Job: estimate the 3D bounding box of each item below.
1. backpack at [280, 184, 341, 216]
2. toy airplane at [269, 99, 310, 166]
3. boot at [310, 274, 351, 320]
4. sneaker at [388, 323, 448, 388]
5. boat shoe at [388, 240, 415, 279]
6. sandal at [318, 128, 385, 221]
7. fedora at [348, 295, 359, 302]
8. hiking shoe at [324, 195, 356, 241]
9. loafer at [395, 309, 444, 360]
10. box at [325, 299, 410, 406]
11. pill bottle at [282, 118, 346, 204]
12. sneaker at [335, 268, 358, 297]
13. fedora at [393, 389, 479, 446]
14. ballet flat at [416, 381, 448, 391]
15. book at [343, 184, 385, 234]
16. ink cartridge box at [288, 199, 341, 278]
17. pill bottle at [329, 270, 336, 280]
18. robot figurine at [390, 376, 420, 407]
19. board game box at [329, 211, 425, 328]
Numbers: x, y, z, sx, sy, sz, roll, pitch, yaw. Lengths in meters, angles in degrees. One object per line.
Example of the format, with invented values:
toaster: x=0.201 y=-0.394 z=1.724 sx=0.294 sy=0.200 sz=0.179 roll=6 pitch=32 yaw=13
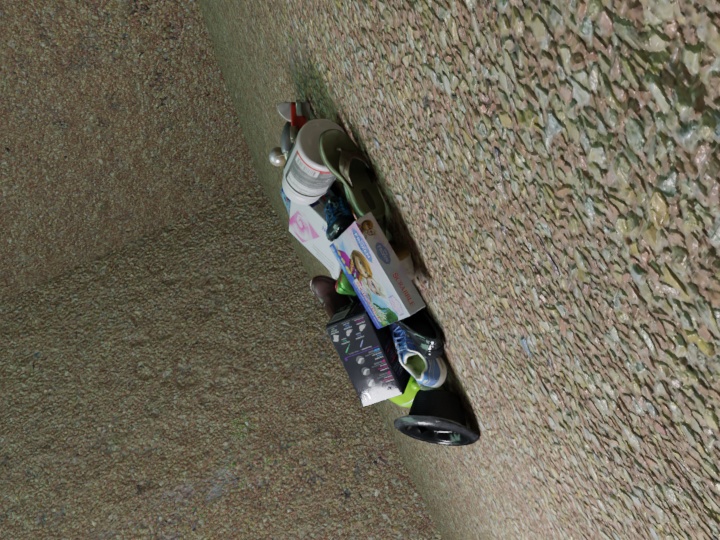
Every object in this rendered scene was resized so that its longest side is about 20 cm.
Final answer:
backpack: x=-0.108 y=-0.151 z=1.845 sx=0.200 sy=0.133 sz=0.184 roll=53 pitch=165 yaw=50
toy airplane: x=-0.156 y=-0.301 z=1.676 sx=0.201 sy=0.139 sz=0.201 roll=67 pitch=180 yaw=-50
boot: x=-0.047 y=0.104 z=1.681 sx=0.200 sy=0.072 sz=0.167 roll=46 pitch=-168 yaw=-12
sneaker: x=0.108 y=0.154 z=1.479 sx=0.077 sy=0.076 sz=0.201 roll=10 pitch=-141 yaw=-52
boat shoe: x=0.055 y=-0.012 z=1.435 sx=0.070 sy=0.070 sz=0.200 roll=64 pitch=169 yaw=-15
sandal: x=-0.007 y=-0.189 z=1.354 sx=0.203 sy=0.079 sz=0.057 roll=58 pitch=153 yaw=7
fedora: x=0.041 y=0.076 z=1.682 sx=0.201 sy=0.090 sz=0.177 roll=53 pitch=180 yaw=-24
hiking shoe: x=-0.051 y=-0.114 z=1.512 sx=0.200 sy=0.073 sz=0.088 roll=-142 pitch=29 yaw=-84
loafer: x=0.107 y=0.094 z=1.450 sx=0.201 sy=0.067 sz=0.071 roll=52 pitch=157 yaw=39
box: x=0.022 y=0.171 z=1.544 sx=0.202 sy=0.105 sz=0.122 roll=65 pitch=-159 yaw=-10
pill bottle: x=-0.100 y=-0.223 z=1.503 sx=0.115 sy=0.113 sz=0.200 roll=63 pitch=156 yaw=9
sneaker: x=0.000 y=0.000 z=1.621 sx=0.077 sy=0.083 sz=0.201 roll=-59 pitch=6 yaw=39
fedora: x=0.167 y=0.308 z=1.512 sx=0.201 sy=0.197 sz=0.093 roll=85 pitch=-166 yaw=-66
ballet flat: x=0.144 y=0.225 z=1.582 sx=0.202 sy=0.062 sz=0.069 roll=68 pitch=171 yaw=-21
book: x=0.008 y=-0.119 z=1.538 sx=0.201 sy=0.047 sz=0.135 roll=75 pitch=168 yaw=-64
ink cartridge box: x=-0.102 y=-0.077 z=1.727 sx=0.196 sy=0.043 sz=0.202 roll=43 pitch=145 yaw=27
pill bottle: x=-0.004 y=0.068 z=1.883 sx=0.202 sy=0.111 sz=0.113 roll=62 pitch=171 yaw=14
robot figurine: x=0.089 y=0.255 z=1.711 sx=0.199 sy=0.174 sz=0.117 roll=36 pitch=-128 yaw=-35
board game box: x=0.027 y=0.007 z=1.372 sx=0.202 sy=0.041 sz=0.199 roll=59 pitch=160 yaw=2
